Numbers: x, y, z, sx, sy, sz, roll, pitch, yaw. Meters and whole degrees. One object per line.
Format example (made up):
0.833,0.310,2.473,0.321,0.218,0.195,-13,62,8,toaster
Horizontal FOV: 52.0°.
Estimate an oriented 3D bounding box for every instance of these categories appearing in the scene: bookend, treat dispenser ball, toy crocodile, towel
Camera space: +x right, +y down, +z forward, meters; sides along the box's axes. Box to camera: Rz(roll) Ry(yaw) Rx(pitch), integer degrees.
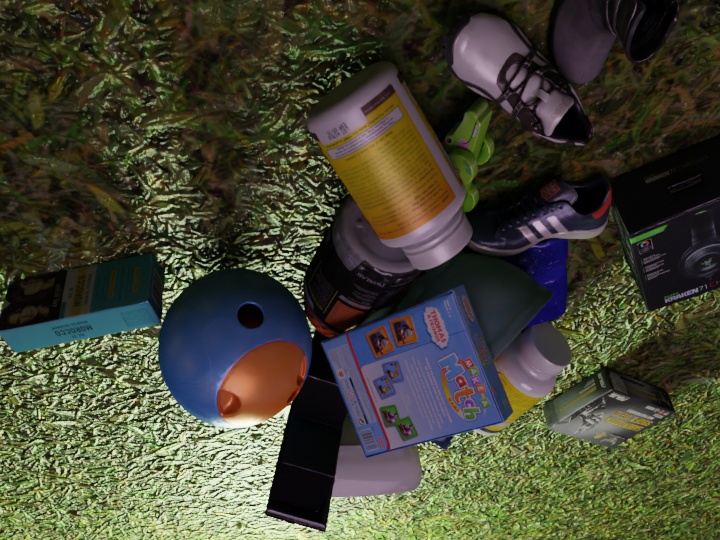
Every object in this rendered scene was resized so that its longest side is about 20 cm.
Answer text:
-0.053,0.212,1.035,0.090,0.200,0.203,16,126,-5,bookend
-0.160,0.100,0.956,0.196,0.204,0.203,-5,141,-4,treat dispenser ball
0.107,-0.108,0.859,0.061,0.068,0.202,27,140,15,toy crocodile
0.225,0.019,1.051,0.144,0.050,0.202,-12,140,6,towel

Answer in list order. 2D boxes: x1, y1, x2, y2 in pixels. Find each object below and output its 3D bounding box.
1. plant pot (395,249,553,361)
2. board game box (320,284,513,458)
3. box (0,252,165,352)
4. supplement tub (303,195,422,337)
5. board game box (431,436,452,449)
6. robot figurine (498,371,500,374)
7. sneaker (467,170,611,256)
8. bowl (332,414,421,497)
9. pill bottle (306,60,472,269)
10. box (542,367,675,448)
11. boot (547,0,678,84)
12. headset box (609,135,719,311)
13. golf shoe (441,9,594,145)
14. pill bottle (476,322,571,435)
0.127,0.057,0.937,0.200,0.134,0.201,-45,169,-11,plant pot
0.060,0.122,0.860,0.198,0.154,0.036,-23,178,35,board game box
-0.354,0.041,0.945,0.195,0.083,0.050,-11,140,3,box
0.000,0.000,0.915,0.120,0.125,0.201,8,149,-19,supplement tub
0.072,0.190,1.066,0.134,0.035,0.200,29,-178,7,board game box
0.118,0.127,1.110,0.198,0.117,0.145,25,114,-33,robot figurine
0.220,-0.078,0.918,0.196,0.076,0.085,-13,143,-11,sneaker
-0.001,0.275,1.221,0.195,0.201,0.076,0,115,-11,bowl
0.037,-0.103,0.768,0.108,0.110,0.202,-26,111,21,pill bottle
0.466,0.262,1.388,0.197,0.049,0.158,22,131,-31,box
0.234,-0.231,0.685,0.068,0.134,0.202,-6,141,-4,boot
0.426,-0.062,0.955,0.171,0.094,0.201,-21,138,14,headset box
0.168,-0.190,0.742,0.198,0.095,0.078,23,108,-36,golf shoe
0.244,0.171,1.187,0.109,0.113,0.201,14,136,-25,pill bottle
